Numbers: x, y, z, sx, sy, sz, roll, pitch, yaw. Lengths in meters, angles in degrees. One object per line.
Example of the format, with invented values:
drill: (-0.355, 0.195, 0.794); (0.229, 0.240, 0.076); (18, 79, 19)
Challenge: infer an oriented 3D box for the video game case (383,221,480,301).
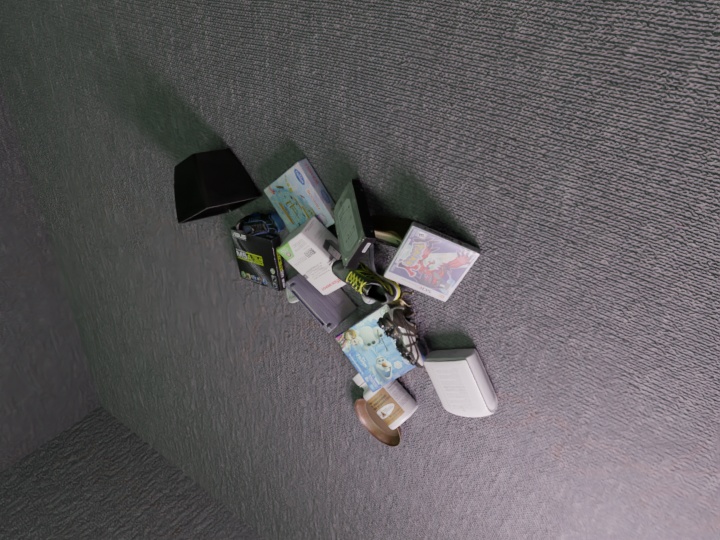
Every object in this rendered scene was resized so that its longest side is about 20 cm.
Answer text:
video game case: (0.176, -0.017, 1.502); (0.182, 0.023, 0.200); (22, 135, -5)

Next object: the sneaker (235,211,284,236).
sneaker: (-0.315, -0.138, 1.860); (0.200, 0.078, 0.070); (7, 126, 51)

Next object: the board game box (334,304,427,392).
board game box: (0.060, 0.224, 1.742); (0.199, 0.043, 0.200); (-35, 91, 18)

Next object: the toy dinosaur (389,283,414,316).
toy dinosaur: (0.084, 0.051, 1.661); (0.200, 0.058, 0.101); (51, 139, 3)

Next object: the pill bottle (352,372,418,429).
pill bottle: (0.073, 0.380, 1.846); (0.200, 0.114, 0.114); (48, 138, 7)

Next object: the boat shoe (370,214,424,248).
boat shoe: (0.107, -0.090, 1.546); (0.200, 0.073, 0.065); (22, 154, 21)

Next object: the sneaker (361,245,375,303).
sneaker: (0.000, 0.000, 1.667); (0.073, 0.071, 0.201); (12, 113, 57)

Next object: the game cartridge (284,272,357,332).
game cartridge: (-0.118, 0.079, 1.808); (0.200, 0.130, 0.038); (47, 140, 8)

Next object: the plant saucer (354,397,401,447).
plant saucer: (0.065, 0.494, 1.972); (0.200, 0.037, 0.201); (32, 142, 29)

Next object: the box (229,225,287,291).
box: (-0.338, -0.043, 1.990); (0.200, 0.048, 0.194); (17, 129, 33)

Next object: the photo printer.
photo printer: (0.281, 0.315, 1.648); (0.166, 0.069, 0.200); (-12, 108, 46)

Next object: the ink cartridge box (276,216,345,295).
ink cartridge box: (-0.120, -0.039, 1.731); (0.200, 0.084, 0.145); (44, 141, -14)

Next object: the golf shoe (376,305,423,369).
golf shoe: (0.135, 0.185, 1.652); (0.200, 0.094, 0.078); (55, 162, -23)

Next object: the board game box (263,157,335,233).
board game box: (-0.170, -0.196, 1.739); (0.199, 0.041, 0.200); (-25, 99, 48)

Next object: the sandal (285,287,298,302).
sandal: (-0.184, 0.062, 1.922); (0.202, 0.050, 0.083); (-6, 98, 58)

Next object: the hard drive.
hard drive: (-0.021, -0.122, 1.572); (0.140, 0.038, 0.200); (126, 142, -47)

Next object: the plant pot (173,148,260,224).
plant pot: (-0.470, -0.269, 1.861); (0.199, 0.200, 0.178); (-16, 94, 47)

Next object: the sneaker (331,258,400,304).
sneaker: (0.010, 0.026, 1.583); (0.200, 0.085, 0.075); (24, 110, 10)
